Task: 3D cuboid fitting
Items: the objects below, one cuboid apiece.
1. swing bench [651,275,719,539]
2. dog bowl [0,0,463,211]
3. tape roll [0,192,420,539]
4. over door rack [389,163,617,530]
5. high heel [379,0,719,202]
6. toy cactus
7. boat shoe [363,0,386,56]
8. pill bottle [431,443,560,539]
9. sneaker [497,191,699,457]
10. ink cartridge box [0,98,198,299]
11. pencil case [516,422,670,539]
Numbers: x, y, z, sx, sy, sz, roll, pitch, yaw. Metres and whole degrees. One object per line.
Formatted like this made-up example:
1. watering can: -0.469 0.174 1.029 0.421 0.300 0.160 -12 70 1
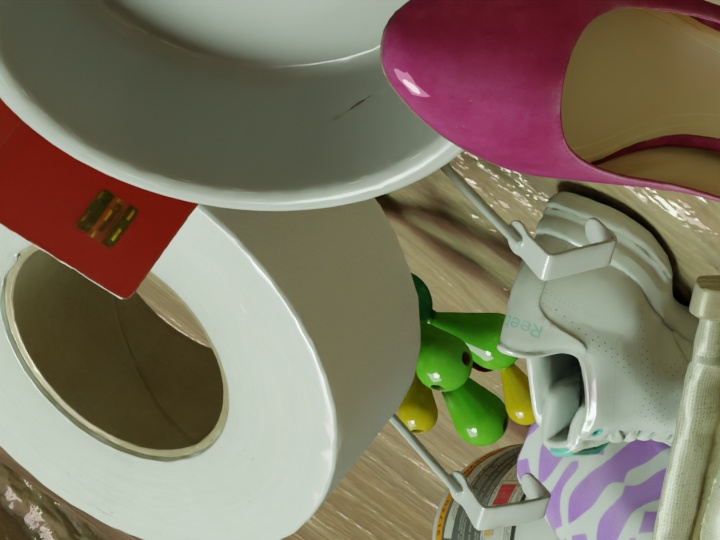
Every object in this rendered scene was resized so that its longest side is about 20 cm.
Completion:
1. swing bench: 0.177 0.138 1.042 0.130 0.199 0.200 6 -150 -2
2. dog bowl: -0.036 -0.094 0.880 0.200 0.059 0.200 5 141 4
3. tape roll: -0.079 0.012 1.104 0.202 0.071 0.203 21 134 22
4. over door rack: 0.000 0.000 1.137 0.200 0.067 0.148 38 135 29
5. high heel: 0.108 -0.045 0.823 0.200 0.067 0.096 15 -176 -27
6. toy cactus: 0.010 -0.003 1.312 0.200 0.102 0.165 40 -176 -41
7. boat shoe: -0.029 -0.138 0.910 0.073 0.063 0.201 20 163 41
8. pill bottle: 0.121 0.150 1.510 0.116 0.116 0.200 35 167 -12
9. sneaker: 0.115 0.051 1.219 0.075 0.089 0.200 18 161 43
10. ink cartridge box: -0.124 -0.107 1.006 0.200 0.160 0.047 32 152 3
11. pencil case: 0.153 0.133 1.294 0.200 0.085 0.084 54 143 34
